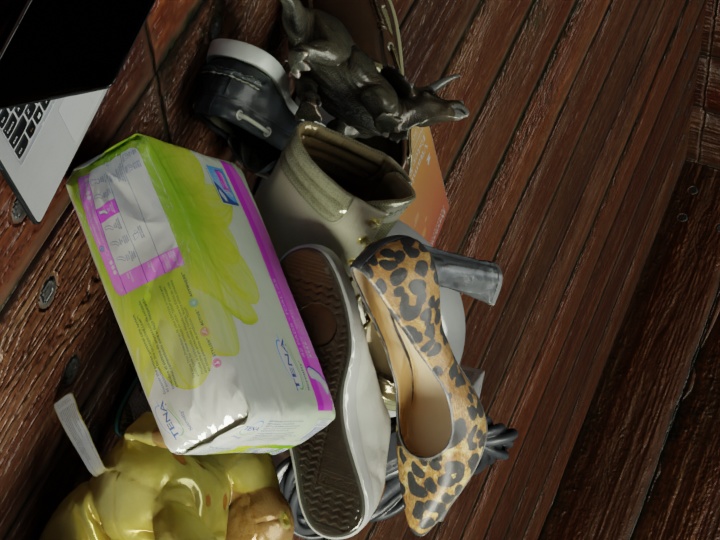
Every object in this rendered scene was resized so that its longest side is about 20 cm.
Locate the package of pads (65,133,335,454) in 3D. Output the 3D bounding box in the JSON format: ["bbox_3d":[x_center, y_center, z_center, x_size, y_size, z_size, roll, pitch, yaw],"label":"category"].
[{"bbox_3d":[-0.099,0.018,1.137,0.201,0.068,0.154,67,17,12],"label":"package of pads"}]

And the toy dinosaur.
[{"bbox_3d":[-0.018,-0.139,1.273,0.077,0.200,0.102,-46,-160,26],"label":"toy dinosaur"}]

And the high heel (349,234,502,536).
[{"bbox_3d":[0.025,0.078,1.206,0.142,0.071,0.201,11,90,-48],"label":"high heel"}]

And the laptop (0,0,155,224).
[{"bbox_3d":[-0.127,-0.137,1.005,0.200,0.115,0.188,74,36,-61],"label":"laptop"}]

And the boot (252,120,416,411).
[{"bbox_3d":[0.000,0.000,1.260,0.155,0.200,0.072,-49,-175,39],"label":"boot"}]

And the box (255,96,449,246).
[{"bbox_3d":[-0.007,-0.046,1.514,0.200,0.106,0.153,67,42,-65],"label":"box"}]

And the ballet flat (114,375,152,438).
[{"bbox_3d":[-0.112,0.046,1.318,0.072,0.072,0.201,72,37,-63],"label":"ballet flat"}]

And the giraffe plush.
[{"bbox_3d":[-0.115,0.168,1.223,0.162,0.172,0.201,-9,84,-54],"label":"giraffe plush"}]

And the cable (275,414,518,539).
[{"bbox_3d":[0.021,0.152,1.382,0.163,0.199,0.051,14,50,-57],"label":"cable"}]

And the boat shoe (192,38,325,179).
[{"bbox_3d":[-0.072,-0.100,1.318,0.200,0.075,0.061,45,61,-59],"label":"boat shoe"}]

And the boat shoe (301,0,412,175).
[{"bbox_3d":[0.002,-0.159,1.363,0.075,0.074,0.203,-128,-160,-84],"label":"boat shoe"}]

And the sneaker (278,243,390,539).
[{"bbox_3d":[-0.022,0.078,1.240,0.085,0.072,0.201,-24,109,-70],"label":"sneaker"}]

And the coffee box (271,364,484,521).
[{"bbox_3d":[-0.008,0.121,1.502,0.080,0.199,0.114,-45,146,-66],"label":"coffee box"}]

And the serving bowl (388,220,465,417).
[{"bbox_3d":[-0.020,0.052,1.378,0.066,0.199,0.201,-69,169,-68],"label":"serving bowl"}]
